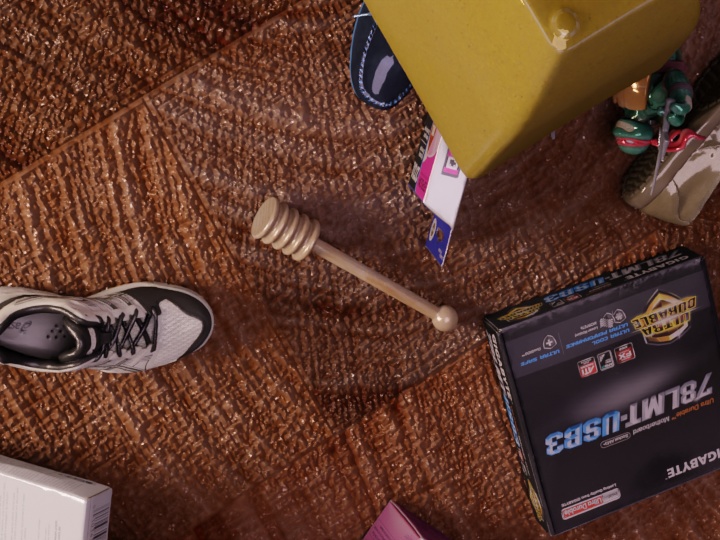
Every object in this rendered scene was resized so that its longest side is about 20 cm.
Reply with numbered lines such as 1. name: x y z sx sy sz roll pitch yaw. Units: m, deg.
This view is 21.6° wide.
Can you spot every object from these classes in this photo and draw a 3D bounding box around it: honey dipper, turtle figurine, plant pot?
1. honey dipper: 0.000 0.000 1.562 0.199 0.038 0.038 29 94 -25
2. turtle figurine: 0.221 -0.169 1.546 0.100 0.149 0.202 -7 105 -53
3. plant pot: 0.131 -0.210 1.364 0.194 0.200 0.195 -31 90 -12

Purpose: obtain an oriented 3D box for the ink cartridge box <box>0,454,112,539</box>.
1. ink cartridge box: -0.295 0.245 1.496 0.198 0.041 0.202 13 104 23

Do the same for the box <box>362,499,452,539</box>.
1. box: 0.048 0.336 1.621 0.175 0.097 0.201 34 91 -21

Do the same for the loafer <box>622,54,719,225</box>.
1. loafer: 0.307 -0.120 1.601 0.067 0.076 0.200 39 100 -21

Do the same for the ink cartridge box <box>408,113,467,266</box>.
1. ink cartridge box: 0.073 -0.110 1.520 0.037 0.095 0.202 12 100 -8

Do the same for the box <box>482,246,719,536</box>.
1. box: 0.224 0.104 1.642 0.198 0.050 0.201 -19 107 -10

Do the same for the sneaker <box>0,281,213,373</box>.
1. sneaker: -0.208 0.054 1.485 0.198 0.088 0.077 -3 102 -17

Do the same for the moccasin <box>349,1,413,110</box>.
1. moccasin: 0.047 -0.224 1.500 0.080 0.068 0.202 20 97 -18
